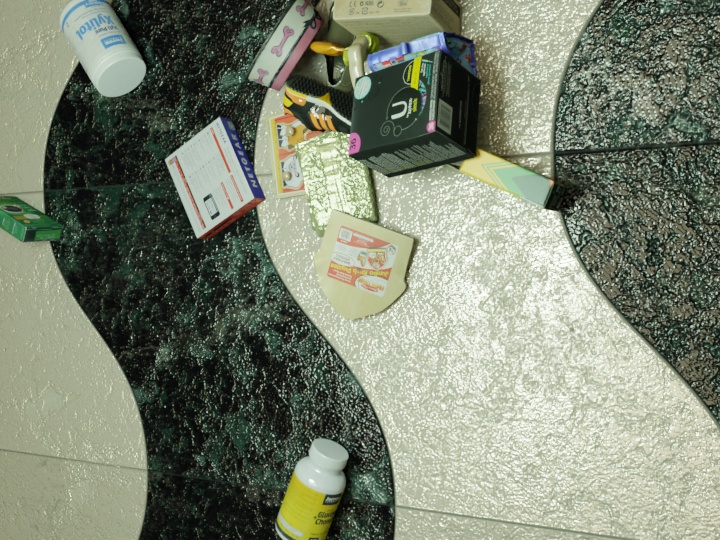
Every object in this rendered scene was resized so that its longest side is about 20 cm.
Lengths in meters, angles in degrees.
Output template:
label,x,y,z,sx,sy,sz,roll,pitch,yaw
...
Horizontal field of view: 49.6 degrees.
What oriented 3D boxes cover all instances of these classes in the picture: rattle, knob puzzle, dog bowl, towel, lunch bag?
label,x,y,z,sx,sy,sz,roll,pitch,yaw
rattle,-0.010,-0.344,1.507,0.139,0.132,0.203,-10,125,13
knob puzzle,0.000,0.000,1.559,0.214,0.030,0.226,3,104,11
dog bowl,-0.145,-0.448,1.554,0.073,0.201,0.201,33,109,-12
knob puzzle,-0.109,-0.254,1.624,0.215,0.030,0.226,1,91,27
towel,-0.047,-0.181,1.574,0.145,0.036,0.205,-14,88,11
lunch bag,0.112,-0.375,1.412,0.147,0.199,0.097,-7,89,26

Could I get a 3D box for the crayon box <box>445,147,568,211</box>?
label,x,y,z,sx,sy,sz,roll,pitch,yaw
crayon box,0.260,-0.169,1.385,0.197,0.126,0.052,27,103,23

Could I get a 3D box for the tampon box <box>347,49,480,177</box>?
label,x,y,z,sx,sy,sz,roll,pitch,yaw
tampon box,0.092,-0.269,1.367,0.197,0.125,0.154,-8,71,41

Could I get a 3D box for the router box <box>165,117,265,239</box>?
label,x,y,z,sx,sy,sz,roll,pitch,yaw
router box,-0.323,-0.201,1.723,0.177,0.049,0.204,-29,79,24

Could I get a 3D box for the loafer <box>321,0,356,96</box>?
label,x,y,z,sx,sy,sz,roll,pitch,yaw
loafer,-0.036,-0.450,1.558,0.074,0.069,0.206,-2,91,26

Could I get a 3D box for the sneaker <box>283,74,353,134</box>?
label,x,y,z,sx,sy,sz,roll,pitch,yaw
sneaker,-0.065,-0.306,1.550,0.197,0.070,0.091,28,137,4

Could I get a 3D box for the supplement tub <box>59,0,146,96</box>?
label,x,y,z,sx,sy,sz,roll,pitch,yaw
supplement tub,-0.597,-0.522,1.808,0.132,0.131,0.202,-41,74,22

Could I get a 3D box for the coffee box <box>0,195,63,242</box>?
label,x,y,z,sx,sy,sz,roll,pitch,yaw
coffee box,-0.858,-0.131,1.960,0.197,0.122,0.045,28,106,22

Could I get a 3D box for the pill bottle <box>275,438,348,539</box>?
label,x,y,z,sx,sy,sz,roll,pitch,yaw
pill bottle,-0.094,0.454,1.592,0.110,0.111,0.204,26,103,23

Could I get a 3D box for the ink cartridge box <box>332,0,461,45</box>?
label,x,y,z,sx,sy,sz,roll,pitch,yaw
ink cartridge box,0.071,-0.480,1.450,0.196,0.164,0.077,5,91,26
